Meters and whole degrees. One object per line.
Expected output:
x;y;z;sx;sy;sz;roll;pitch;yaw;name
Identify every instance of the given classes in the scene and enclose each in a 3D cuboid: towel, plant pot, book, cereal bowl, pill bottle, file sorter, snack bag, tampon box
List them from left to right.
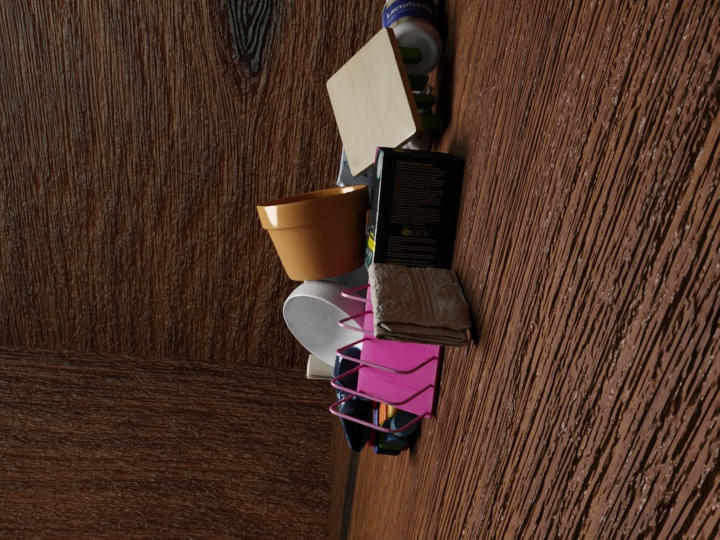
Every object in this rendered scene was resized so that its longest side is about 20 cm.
-0.073;-0.065;1.223;0.200;0.199;0.141;-113;13;-80;plant pot
-0.037;0.089;1.246;0.083;0.199;0.200;-52;-15;-33;cereal bowl
-0.012;0.214;1.462;0.134;0.199;0.048;116;158;-78;book
0.035;-0.183;1.452;0.021;0.188;0.200;-48;22;31;snack bag
0.038;0.129;1.062;0.125;0.138;0.201;-13;-68;-59;file sorter
0.080;-0.094;1.124;0.150;0.125;0.201;-106;21;-77;tampon box
0.099;-0.480;1.359;0.116;0.115;0.201;100;172;-47;pill bottle
0.079;0.041;0.959;0.200;0.132;0.035;-96;13;-64;towel

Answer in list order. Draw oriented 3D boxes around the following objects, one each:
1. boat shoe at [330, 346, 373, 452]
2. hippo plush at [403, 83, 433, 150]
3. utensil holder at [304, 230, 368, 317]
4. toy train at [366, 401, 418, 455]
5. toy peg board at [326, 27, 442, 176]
-0.002;0.228;1.205;0.069;0.084;0.201;-95;-6;-64;boat shoe
0.056;-0.279;1.394;0.159;0.160;0.201;-97;13;-70;hippo plush
0.000;0.000;1.399;0.200;0.169;0.171;-13;-70;-71;utensil holder
0.065;0.232;1.288;0.116;0.084;0.201;121;156;-55;toy train
0.051;-0.306;1.283;0.199;0.097;0.201;-27;74;51;toy peg board
